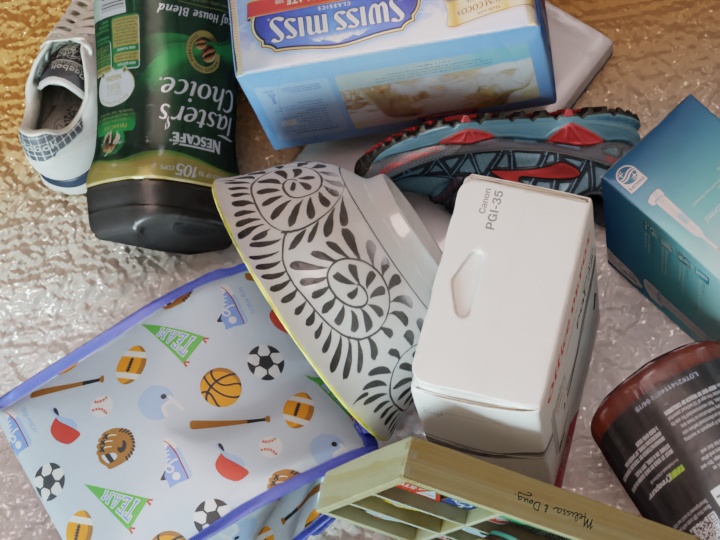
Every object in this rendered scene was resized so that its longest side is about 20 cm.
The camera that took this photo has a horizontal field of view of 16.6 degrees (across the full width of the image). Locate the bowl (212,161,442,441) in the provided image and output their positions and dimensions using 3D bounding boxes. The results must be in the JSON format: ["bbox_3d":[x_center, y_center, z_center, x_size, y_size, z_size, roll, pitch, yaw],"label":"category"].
[{"bbox_3d":[0.000,0.000,1.567,0.094,0.201,0.201,-34,67,8],"label":"bowl"}]

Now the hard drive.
[{"bbox_3d":[0.064,-0.112,1.709,0.132,0.025,0.200,33,75,18],"label":"hard drive"}]

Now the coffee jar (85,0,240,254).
[{"bbox_3d":[-0.131,-0.112,1.675,0.085,0.104,0.200,-8,77,45],"label":"coffee jar"}]

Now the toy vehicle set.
[{"bbox_3d":[0.089,0.154,1.496,0.200,0.124,0.027,20,68,-18],"label":"toy vehicle set"}]

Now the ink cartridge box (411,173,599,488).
[{"bbox_3d":[0.094,0.050,1.542,0.083,0.200,0.147,11,70,11],"label":"ink cartridge box"}]

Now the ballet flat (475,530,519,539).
[{"bbox_3d":[0.133,0.226,1.493,0.071,0.200,0.071,-36,36,31],"label":"ballet flat"}]

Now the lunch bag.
[{"bbox_3d":[-0.104,0.111,1.588,0.200,0.124,0.170,-35,67,1],"label":"lunch bag"}]

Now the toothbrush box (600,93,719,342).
[{"bbox_3d":[0.253,0.005,1.570,0.085,0.146,0.200,-42,68,-10],"label":"toothbrush box"}]

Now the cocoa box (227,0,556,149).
[{"bbox_3d":[0.020,-0.174,1.615,0.200,0.133,0.131,-9,70,7],"label":"cocoa box"}]

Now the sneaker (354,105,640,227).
[{"bbox_3d":[0.096,-0.056,1.631,0.200,0.079,0.096,-5,85,-13],"label":"sneaker"}]

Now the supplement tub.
[{"bbox_3d":[0.235,0.150,1.535,0.107,0.107,0.200,-29,68,-5],"label":"supplement tub"}]

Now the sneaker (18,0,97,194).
[{"bbox_3d":[-0.185,-0.155,1.726,0.076,0.081,0.200,4,65,22],"label":"sneaker"}]
